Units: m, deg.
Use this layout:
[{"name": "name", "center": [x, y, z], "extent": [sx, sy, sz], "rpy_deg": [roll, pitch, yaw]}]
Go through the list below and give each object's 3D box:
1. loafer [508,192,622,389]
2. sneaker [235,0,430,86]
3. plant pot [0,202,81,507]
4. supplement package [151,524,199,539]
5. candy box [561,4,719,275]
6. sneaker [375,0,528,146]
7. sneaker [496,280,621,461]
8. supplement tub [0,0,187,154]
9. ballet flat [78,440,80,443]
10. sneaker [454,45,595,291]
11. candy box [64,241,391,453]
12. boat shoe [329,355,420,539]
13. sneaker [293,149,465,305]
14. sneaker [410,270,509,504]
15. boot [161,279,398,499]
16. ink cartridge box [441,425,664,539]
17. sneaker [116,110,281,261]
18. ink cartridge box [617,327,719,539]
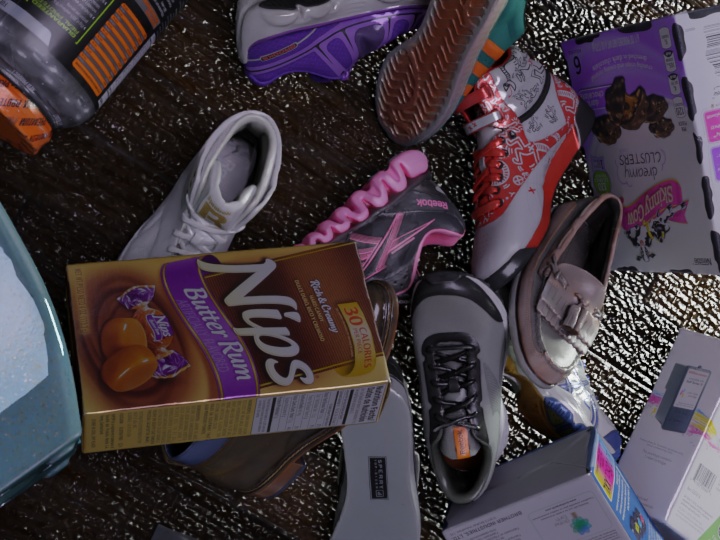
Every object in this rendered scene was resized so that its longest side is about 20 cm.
[{"name": "loafer", "center": [0.163, 0.006, 1.147], "extent": [0.072, 0.063, 0.200], "rpy_deg": [45, 36, -20]}, {"name": "sneaker", "center": [-0.010, -0.187, 1.133], "extent": [0.199, 0.081, 0.084], "rpy_deg": [-15, 129, -28]}, {"name": "plant pot", "center": [-0.278, 0.064, 0.917], "extent": [0.195, 0.196, 0.200], "rpy_deg": [-35, 86, -18]}, {"name": "supplement package", "center": [-0.081, 0.287, 1.030], "extent": [0.150, 0.200, 0.153], "rpy_deg": [26, 81, -21]}, {"name": "candy box", "center": [0.249, -0.101, 1.181], "extent": [0.071, 0.168, 0.201], "rpy_deg": [-15, 97, -21]}, {"name": "sneaker", "center": [0.080, -0.171, 1.113], "extent": [0.080, 0.200, 0.072], "rpy_deg": [-22, 67, -39]}, {"name": "sneaker", "center": [0.158, 0.073, 1.197], "extent": [0.200, 0.075, 0.088], "rpy_deg": [47, 68, -20]}, {"name": "supplement tub", "center": [-0.197, -0.185, 1.014], "extent": [0.122, 0.122, 0.200], "rpy_deg": [42, 76, -18]}, {"name": "ballet flat", "center": [-0.230, 0.106, 1.036], "extent": [0.199, 0.073, 0.073], "rpy_deg": [-27, 101, -18]}, {"name": "sneaker", "center": [0.105, -0.085, 1.160], "extent": [0.108, 0.067, 0.202], "rpy_deg": [39, 59, -18]}, {"name": "candy box", "center": [-0.090, 0.048, 0.977], "extent": [0.199, 0.057, 0.117], "rpy_deg": [-5, 55, -15]}, {"name": "boat shoe", "center": [0.016, 0.161, 1.137], "extent": [0.070, 0.064, 0.201], "rpy_deg": [5, 114, 4]}, {"name": "sneaker", "center": [0.000, 0.000, 1.116], "extent": [0.200, 0.079, 0.095], "rpy_deg": [-42, 90, -16]}, {"name": "sneaker", "center": [0.078, 0.089, 1.117], "extent": [0.073, 0.079, 0.201], "rpy_deg": [-3, 122, 11]}, {"name": "boot", "center": [-0.057, 0.081, 1.058], "extent": [0.097, 0.075, 0.200], "rpy_deg": [19, 114, -41]}, {"name": "ink cartridge box", "center": [0.172, 0.241, 1.169], "extent": [0.136, 0.076, 0.201], "rpy_deg": [-26, 105, 24]}, {"name": "sneaker", "center": [-0.121, -0.025, 1.043], "extent": [0.073, 0.116, 0.201], "rpy_deg": [28, 75, -9]}, {"name": "ink cartridge box", "center": [0.294, 0.129, 1.241], "extent": [0.117, 0.067, 0.201], "rpy_deg": [38, 76, -43]}]
